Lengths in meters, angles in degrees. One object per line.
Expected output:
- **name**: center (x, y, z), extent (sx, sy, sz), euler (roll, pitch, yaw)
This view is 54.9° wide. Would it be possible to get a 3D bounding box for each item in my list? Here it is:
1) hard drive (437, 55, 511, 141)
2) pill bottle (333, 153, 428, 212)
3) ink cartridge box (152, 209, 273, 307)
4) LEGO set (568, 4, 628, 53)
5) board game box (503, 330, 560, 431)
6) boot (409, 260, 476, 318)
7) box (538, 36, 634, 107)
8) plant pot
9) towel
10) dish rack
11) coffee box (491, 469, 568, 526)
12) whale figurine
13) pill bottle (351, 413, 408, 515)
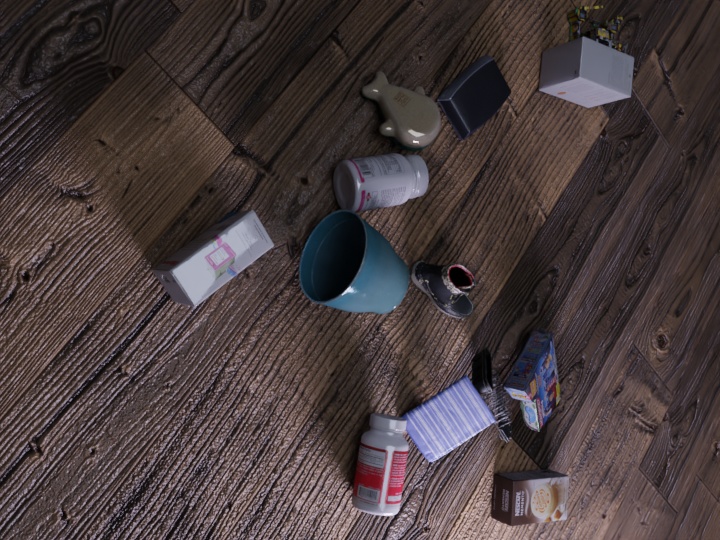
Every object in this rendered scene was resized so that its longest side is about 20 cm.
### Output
- **hard drive**: center (0.290, -0.432, 1.722), extent (0.200, 0.042, 0.136), euler (-44, 110, -22)
- **pill bottle**: center (0.047, -0.198, 1.543), extent (0.196, 0.113, 0.117), euler (-12, 96, -29)
- **ink cartridge box**: center (-0.285, -0.024, 1.334), extent (0.199, 0.143, 0.086), euler (-39, 109, -24)
- **LEGO set**: center (0.666, -0.647, 1.894), extent (0.196, 0.115, 0.158), euler (14, 83, -29)
- **board game box**: center (0.438, 0.292, 1.766), extent (0.199, 0.061, 0.205), euler (-35, 120, -44)
- **boot**: center (0.223, 0.050, 1.621), extent (0.202, 0.153, 0.074), euler (39, 73, -23)
- **box**: center (0.598, -0.521, 1.836), extent (0.196, 0.151, 0.110), euler (9, 87, -29)
- **plant pot**: center (0.000, 0.000, 1.483), extent (0.186, 0.197, 0.205), euler (26, 77, -42)
- **towel**: center (0.203, 0.350, 1.631), extent (0.198, 0.024, 0.146), euler (-34, 106, 10)
- **dish rack**: center (0.331, 0.310, 1.697), extent (0.202, 0.054, 0.154), euler (57, 22, -18)
- **coffee box**: center (0.439, 0.585, 1.788), extent (0.195, 0.079, 0.118), euler (5, 88, -30)
- **whale figurine**: center (0.090, -0.360, 1.591), extent (0.199, 0.104, 0.160), euler (39, 70, 2)
- **pill bottle**: center (0.047, 0.429, 1.545), extent (0.110, 0.111, 0.206), euler (12, 84, -29)
